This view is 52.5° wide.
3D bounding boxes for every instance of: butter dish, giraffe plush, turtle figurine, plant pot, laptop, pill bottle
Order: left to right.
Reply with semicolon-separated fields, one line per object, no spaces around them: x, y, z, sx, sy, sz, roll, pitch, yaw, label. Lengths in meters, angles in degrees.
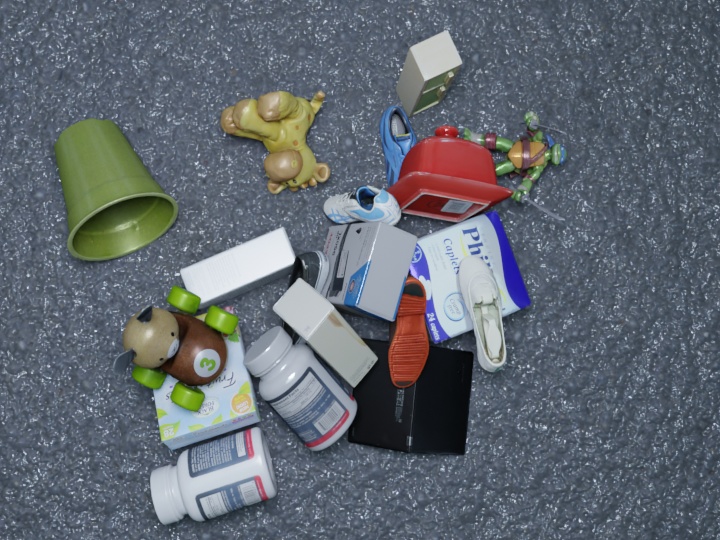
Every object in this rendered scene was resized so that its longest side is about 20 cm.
-0.447;-0.152;1.280;0.196;0.201;0.193;-28;74;-7;plant pot
-0.251;0.358;1.254;0.195;0.120;0.123;-16;85;-6;pill bottle
-0.141;-0.227;1.330;0.197;0.170;0.167;-14;96;-40;giraffe plush
-0.107;0.200;1.263;0.119;0.119;0.201;-41;106;-7;pill bottle
0.094;0.234;1.355;0.195;0.115;0.193;3;83;25;laptop
0.149;-0.181;1.285;0.194;0.200;0.152;9;77;-15;butter dish
0.282;-0.208;1.334;0.188;0.147;0.203;1;41;14;turtle figurine

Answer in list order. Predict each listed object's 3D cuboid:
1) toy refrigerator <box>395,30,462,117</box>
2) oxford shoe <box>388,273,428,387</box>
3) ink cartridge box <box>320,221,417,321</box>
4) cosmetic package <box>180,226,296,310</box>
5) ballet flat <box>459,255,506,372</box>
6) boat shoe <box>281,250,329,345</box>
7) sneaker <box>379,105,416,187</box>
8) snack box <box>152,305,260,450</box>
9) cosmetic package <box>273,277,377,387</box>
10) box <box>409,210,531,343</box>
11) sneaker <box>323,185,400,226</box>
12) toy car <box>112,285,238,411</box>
0.121;-0.347;1.320;0.074;0.200;0.071;-25;86;-7;toy refrigerator
0.081;0.103;1.278;0.069;0.073;0.206;2;107;-11;oxford shoe
0.000;0.000;1.268;0.083;0.199;0.148;20;81;-25;ink cartridge box
-0.214;-0.001;1.310;0.196;0.101;0.073;-23;85;-7;cosmetic package
0.217;0.072;1.249;0.067;0.069;0.206;-10;86;-5;ballet flat
-0.113;0.054;1.291;0.055;0.069;0.204;0;121;-37;boat shoe
0.080;-0.207;1.366;0.064;0.078;0.206;-14;87;-8;sneaker
-0.276;0.184;1.271;0.164;0.068;0.204;-17;65;-6;snack box
-0.056;0.110;1.252;0.071;0.201;0.105;-47;53;-8;cosmetic package
0.182;0.012;1.337;0.195;0.105;0.188;-21;87;-7;box
-0.003;-0.121;1.299;0.072;0.198;0.074;-42;119;-25;sneaker
-0.305;0.114;1.137;0.155;0.200;0.168;24;86;16;toy car
